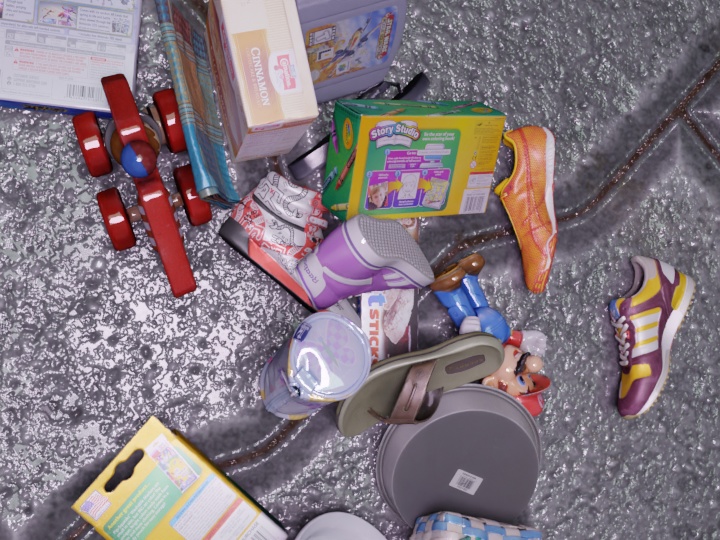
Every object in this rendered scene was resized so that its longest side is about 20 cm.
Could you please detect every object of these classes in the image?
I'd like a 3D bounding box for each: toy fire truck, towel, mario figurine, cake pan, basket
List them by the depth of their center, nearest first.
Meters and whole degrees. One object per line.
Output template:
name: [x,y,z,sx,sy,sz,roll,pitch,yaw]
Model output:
toy fire truck: [-0.211,-0.090,0.828,0.111,0.168,0.203,-19,116,-15]
basket: [0.112,0.364,0.865,0.174,0.139,0.203,14,69,-15]
towel: [-0.168,-0.169,0.870,0.021,0.147,0.204,-12,90,2]
cake pan: [0.117,0.228,0.942,0.196,0.037,0.204,-2,110,-7]
mario figurine: [0.167,0.077,0.966,0.122,0.106,0.202,-29,93,-15]

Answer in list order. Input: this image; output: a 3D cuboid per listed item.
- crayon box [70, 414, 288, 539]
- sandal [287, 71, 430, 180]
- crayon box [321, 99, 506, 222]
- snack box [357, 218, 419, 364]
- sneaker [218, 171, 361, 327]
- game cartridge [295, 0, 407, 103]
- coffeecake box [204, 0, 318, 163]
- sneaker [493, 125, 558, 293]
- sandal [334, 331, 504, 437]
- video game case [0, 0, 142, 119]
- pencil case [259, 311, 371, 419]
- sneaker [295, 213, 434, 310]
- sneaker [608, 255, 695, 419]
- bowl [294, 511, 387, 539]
crayon box: [-0.192,0.266,0.891,0.200,0.052,0.126,44,78,-9]
sandal: [-0.001,-0.175,0.945,0.199,0.076,0.043,-36,103,-13]
crayon box: [0.061,-0.124,0.921,0.197,0.058,0.121,-6,118,-30]
snack box: [0.032,0.023,0.973,0.071,0.024,0.204,2,87,-14]
sneaker: [-0.052,-0.021,0.932,0.201,0.067,0.108,39,82,-7]
game cartridge: [-0.017,-0.252,0.885,0.131,0.201,0.042,-16,69,-12]
coffeecake box: [-0.108,-0.208,0.857,0.072,0.200,0.156,-12,90,-14]
sneaker: [0.202,-0.073,1.009,0.076,0.073,0.204,-3,84,8]
sandal: [0.064,0.126,0.877,0.198,0.058,0.080,-24,136,2]
video game case: [-0.336,-0.264,0.880,0.196,0.045,0.185,5,88,-14]
pencil case: [-0.052,0.106,0.859,0.082,0.200,0.091,32,70,-5]
sneaker: [0.000,-0.001,0.894,0.114,0.200,0.073,-35,65,20]
sneaker: [0.342,0.082,1.032,0.089,0.075,0.202,24,75,-4]
bowl: [-0.033,0.373,0.887,0.200,0.090,0.203,33,39,-32]
